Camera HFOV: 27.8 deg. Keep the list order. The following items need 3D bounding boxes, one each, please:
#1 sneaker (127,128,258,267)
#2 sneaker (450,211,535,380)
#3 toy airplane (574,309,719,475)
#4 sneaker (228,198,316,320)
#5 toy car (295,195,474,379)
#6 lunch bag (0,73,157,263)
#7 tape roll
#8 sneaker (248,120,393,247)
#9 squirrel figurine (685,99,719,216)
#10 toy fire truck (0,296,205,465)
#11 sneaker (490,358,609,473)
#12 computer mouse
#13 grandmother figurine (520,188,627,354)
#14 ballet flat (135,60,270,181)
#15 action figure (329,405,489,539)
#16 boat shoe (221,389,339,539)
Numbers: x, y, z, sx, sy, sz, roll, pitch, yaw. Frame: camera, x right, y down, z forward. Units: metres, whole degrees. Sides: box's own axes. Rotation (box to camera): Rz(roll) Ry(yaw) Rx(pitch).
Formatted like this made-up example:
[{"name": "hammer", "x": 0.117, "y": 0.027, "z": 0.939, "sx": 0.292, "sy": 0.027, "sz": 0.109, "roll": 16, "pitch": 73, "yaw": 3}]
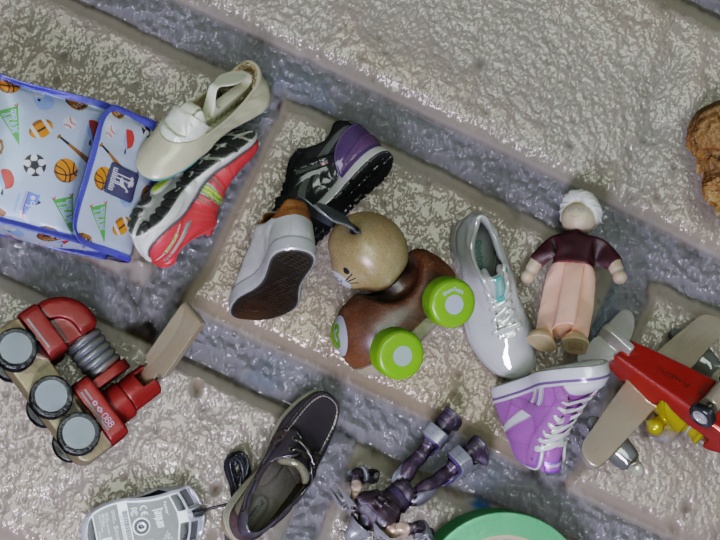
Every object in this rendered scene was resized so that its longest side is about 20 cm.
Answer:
[{"name": "sneaker", "x": -0.186, "y": -0.084, "z": 1.667, "sx": 0.200, "sy": 0.077, "sz": 0.085, "roll": -48, "pitch": 133, "yaw": -24}, {"name": "sneaker", "x": 0.154, "y": 0.030, "z": 1.676, "sx": 0.075, "sy": 0.088, "sz": 0.201, "roll": -18, "pitch": 86, "yaw": -9}, {"name": "toy airplane", "x": 0.340, "y": 0.141, "z": 1.672, "sx": 0.199, "sy": 0.141, "sz": 0.200, "roll": -8, "pitch": 47, "yaw": 3}, {"name": "sneaker", "x": -0.094, "y": -0.012, "z": 1.615, "sx": 0.073, "sy": 0.200, "sz": 0.085, "roll": 10, "pitch": 60, "yaw": -21}, {"name": "toy car", "x": 0.000, "y": 0.000, "z": 1.597, "sx": 0.158, "sy": 0.164, "sz": 0.200, "roll": -44, "pitch": 108, "yaw": -10}, {"name": "lunch bag", "x": -0.333, "y": -0.110, "z": 1.627, "sx": 0.199, "sy": 0.124, "sz": 0.171, "roll": 16, "pitch": 81, "yaw": -20}, {"name": "tape roll", "x": 0.156, "y": 0.371, "z": 1.645, "sx": 0.200, "sy": 0.048, "sz": 0.201, "roll": 1, "pitch": 87, "yaw": -12}, {"name": "sneaker", "x": -0.061, "y": -0.091, "z": 1.687, "sx": 0.200, "sy": 0.076, "sz": 0.088, "roll": -41, "pitch": 65, "yaw": -6}, {"name": "squirrel figurine", "x": 0.493, "y": -0.131, "z": 1.728, "sx": 0.200, "sy": 0.142, "sz": 0.187, "roll": -27, "pitch": 97, "yaw": 5}, {"name": "toy fire truck", "x": -0.286, "y": 0.093, "z": 1.612, "sx": 0.200, "sy": 0.129, "sz": 0.176, "roll": -36, "pitch": 88, "yaw": -21}, {"name": "sneaker", "x": 0.223, "y": 0.164, "z": 1.614, "sx": 0.072, "sy": 0.200, "sz": 0.115, "roll": -9, "pitch": 79, "yaw": -24}, {"name": "computer mouse", "x": -0.215, "y": 0.275, "z": 1.630, "sx": 0.199, "sy": 0.044, "sz": 0.110, "roll": -10, "pitch": 89, "yaw": -13}, {"name": "grandmother figurine", "x": 0.248, "y": -0.004, "z": 1.683, "sx": 0.121, "sy": 0.061, "sz": 0.201, "roll": 7, "pitch": 63, "yaw": 6}, {"name": "ballet flat", "x": -0.178, "y": -0.176, "z": 1.643, "sx": 0.069, "sy": 0.069, "sz": 0.200, "roll": 48, "pitch": 55, "yaw": 1}, {"name": "action figure", "x": 0.053, "y": 0.248, "z": 1.638, "sx": 0.200, "sy": 0.069, "sz": 0.130, "roll": -38, "pitch": 70, "yaw": -19}, {"name": "boat shoe", "x": -0.079, "y": 0.219, "z": 1.622, "sx": 0.072, "sy": 0.065, "sz": 0.200, "roll": 44, "pitch": 67, "yaw": -17}]
